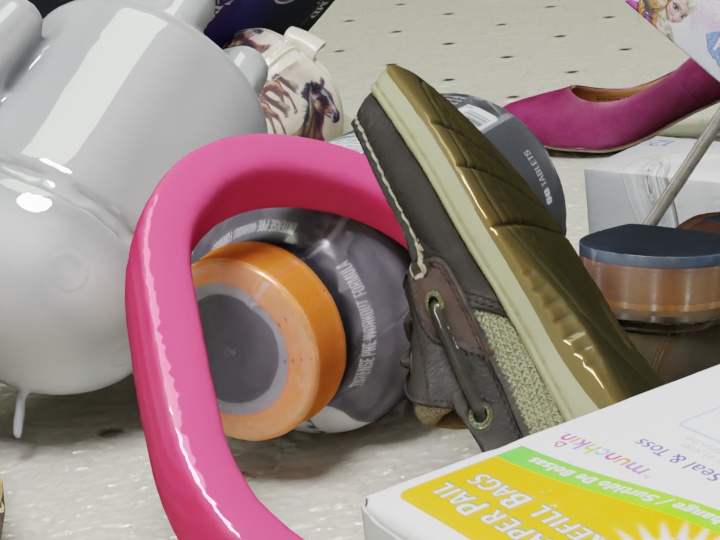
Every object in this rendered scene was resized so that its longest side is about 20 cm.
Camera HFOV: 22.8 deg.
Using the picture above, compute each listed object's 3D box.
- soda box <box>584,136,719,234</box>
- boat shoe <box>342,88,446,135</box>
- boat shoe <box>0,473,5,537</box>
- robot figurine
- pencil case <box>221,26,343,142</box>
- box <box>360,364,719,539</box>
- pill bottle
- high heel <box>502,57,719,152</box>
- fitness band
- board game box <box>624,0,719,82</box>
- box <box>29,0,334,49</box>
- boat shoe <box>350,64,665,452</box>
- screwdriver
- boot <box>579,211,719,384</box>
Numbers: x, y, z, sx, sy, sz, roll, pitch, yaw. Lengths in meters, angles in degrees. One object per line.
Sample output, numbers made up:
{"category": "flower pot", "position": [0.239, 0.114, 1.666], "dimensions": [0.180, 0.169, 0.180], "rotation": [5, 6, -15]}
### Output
{"category": "soda box", "position": [0.195, -0.012, 0.766], "dimensions": [0.200, 0.069, 0.063], "rotation": [10, 24, 40]}
{"category": "boat shoe", "position": [0.007, -0.048, 0.947], "dimensions": [0.200, 0.062, 0.071], "rotation": [-9, 51, 56]}
{"category": "boat shoe", "position": [-0.175, 0.062, 0.666], "dimensions": [0.072, 0.059, 0.200], "rotation": [-50, 23, -5]}
{"category": "robot figurine", "position": [-0.111, -0.031, 0.737], "dimensions": [0.113, 0.170, 0.200], "rotation": [-12, 40, 43]}
{"category": "pencil case", "position": [-0.095, -0.047, 0.874], "dimensions": [0.078, 0.090, 0.200], "rotation": [44, 55, 10]}
{"category": "box", "position": [0.112, 0.085, 0.403], "dimensions": [0.199, 0.113, 0.101], "rotation": [-16, 21, -28]}
{"category": "pill bottle", "position": [0.000, 0.000, 0.727], "dimensions": [0.106, 0.107, 0.200], "rotation": [4, 20, 29]}
{"category": "high heel", "position": [0.177, -0.124, 1.081], "dimensions": [0.199, 0.097, 0.067], "rotation": [-2, 18, 13]}
{"category": "fitness band", "position": [-0.002, 0.033, 0.584], "dimensions": [0.143, 0.037, 0.200], "rotation": [1, 49, -22]}
{"category": "board game box", "position": [0.272, -0.120, 0.956], "dimensions": [0.199, 0.041, 0.200], "rotation": [-21, 58, -42]}
{"category": "box", "position": [-0.108, -0.129, 0.952], "dimensions": [0.200, 0.079, 0.141], "rotation": [-46, -18, 27]}
{"category": "boat shoe", "position": [0.042, 0.026, 0.536], "dimensions": [0.066, 0.201, 0.072], "rotation": [-40, -26, 17]}
{"category": "screwdriver", "position": [0.110, -0.021, 0.658], "dimensions": [0.028, 0.200, 0.029], "rotation": [26, 44, -3]}
{"category": "boot", "position": [0.141, 0.030, 0.639], "dimensions": [0.075, 0.097, 0.200], "rotation": [11, 12, 43]}
